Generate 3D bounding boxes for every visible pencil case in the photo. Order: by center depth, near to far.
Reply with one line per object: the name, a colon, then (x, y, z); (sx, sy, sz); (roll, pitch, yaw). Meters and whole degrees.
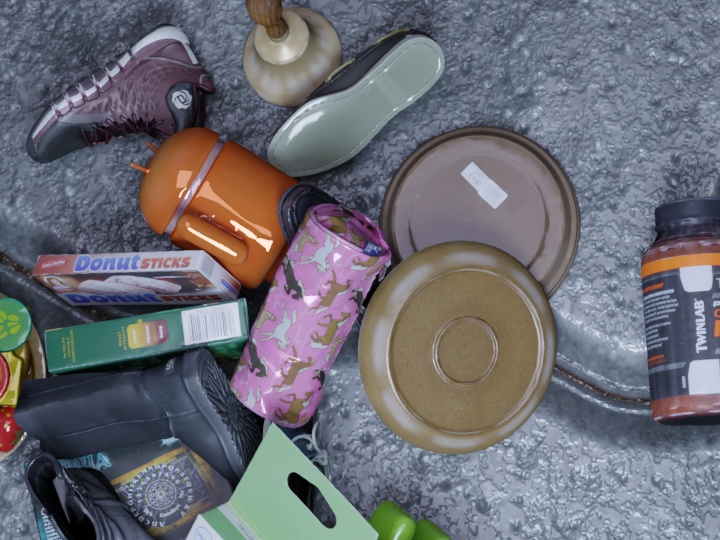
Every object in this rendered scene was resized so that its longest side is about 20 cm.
pencil case: (-0.045, 0.042, 1.510); (0.086, 0.083, 0.202); (35, 111, 21)

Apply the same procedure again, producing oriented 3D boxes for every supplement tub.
supplement tub: (0.313, 0.038, 1.545); (0.105, 0.107, 0.203); (-4, 79, 7)

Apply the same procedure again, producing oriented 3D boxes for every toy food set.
toy food set: (-0.408, 0.104, 1.664); (0.197, 0.049, 0.201); (2, 80, 9)

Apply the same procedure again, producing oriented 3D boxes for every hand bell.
hand bell: (-0.083, -0.234, 1.603); (0.103, 0.200, 0.106); (-1, 80, 8)

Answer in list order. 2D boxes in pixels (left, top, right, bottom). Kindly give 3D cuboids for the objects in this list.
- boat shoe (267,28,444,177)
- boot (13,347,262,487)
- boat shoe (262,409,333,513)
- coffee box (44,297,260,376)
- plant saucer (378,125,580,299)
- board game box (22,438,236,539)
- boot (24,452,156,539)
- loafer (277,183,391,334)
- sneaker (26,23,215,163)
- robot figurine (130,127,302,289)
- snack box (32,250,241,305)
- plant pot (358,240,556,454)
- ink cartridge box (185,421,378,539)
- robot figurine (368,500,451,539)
boat shoe: (-0.007, -0.165, 1.654); (0.200, 0.061, 0.072); (-34, 115, 4)
boot: (-0.205, 0.155, 1.576); (0.198, 0.066, 0.166); (-14, 122, 19)
boat shoe: (-0.061, 0.188, 1.562); (0.061, 0.075, 0.202); (-6, 51, 26)
coffee box: (-0.190, 0.069, 1.603); (0.197, 0.123, 0.045); (-10, 79, 8)
plant saucer: (0.114, -0.046, 1.629); (0.197, 0.029, 0.203); (-2, 79, 8)
board game box: (-0.218, 0.223, 1.625); (0.198, 0.028, 0.137); (-17, 77, 5)
boot: (-0.230, 0.257, 1.538); (0.200, 0.132, 0.070); (43, 87, 13)
loafer: (0.000, 0.000, 1.568); (0.072, 0.063, 0.201); (-45, 115, -19)
sneaker: (-0.230, -0.146, 1.674); (0.199, 0.076, 0.116); (-39, 80, -1)
robot figurine: (-0.128, -0.061, 1.609); (0.199, 0.117, 0.145); (31, 63, -6)
snack box: (-0.216, 0.008, 1.608); (0.198, 0.072, 0.025); (-1, 64, 30)
plant pot: (0.096, 0.074, 1.563); (0.197, 0.027, 0.203); (-2, 97, -16)
ink cartridge box: (-0.083, 0.255, 1.458); (0.145, 0.048, 0.201); (43, 126, 23)
robot figurine: (0.009, 0.316, 1.528); (0.174, 0.116, 0.202); (29, 89, -20)
